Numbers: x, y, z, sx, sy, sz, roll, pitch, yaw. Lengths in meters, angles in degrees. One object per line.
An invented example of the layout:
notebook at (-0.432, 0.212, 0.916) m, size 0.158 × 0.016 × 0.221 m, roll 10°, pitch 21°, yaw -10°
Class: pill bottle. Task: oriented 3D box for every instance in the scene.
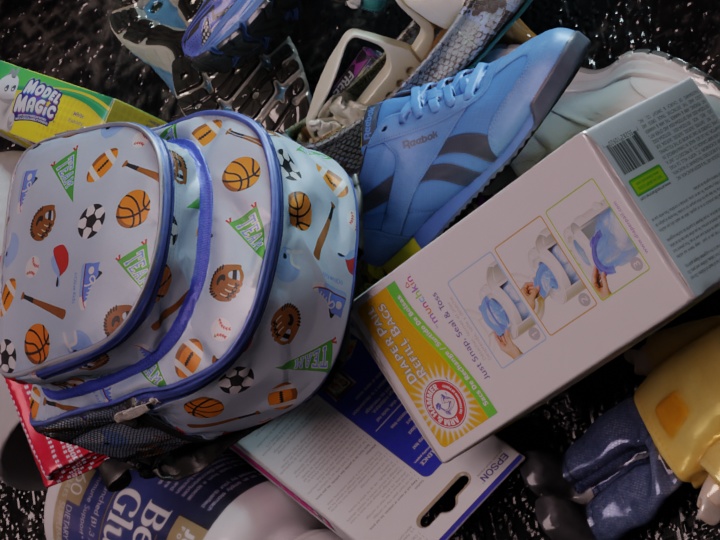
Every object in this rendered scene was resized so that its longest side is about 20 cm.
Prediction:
pill bottle at (-0.082, 0.162, 1.722) m, size 0.200 × 0.111 × 0.111 m, roll 23°, pitch 93°, yaw 40°

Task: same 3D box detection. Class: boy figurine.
boy figurine at (0.178, 0.075, 1.562) m, size 0.200 × 0.064 × 0.125 m, roll -41°, pitch 42°, yaw 27°

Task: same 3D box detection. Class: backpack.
backpack at (-0.095, 0.000, 1.585) m, size 0.190 × 0.154 × 0.201 m, roll -12°, pitch 70°, yaw 33°

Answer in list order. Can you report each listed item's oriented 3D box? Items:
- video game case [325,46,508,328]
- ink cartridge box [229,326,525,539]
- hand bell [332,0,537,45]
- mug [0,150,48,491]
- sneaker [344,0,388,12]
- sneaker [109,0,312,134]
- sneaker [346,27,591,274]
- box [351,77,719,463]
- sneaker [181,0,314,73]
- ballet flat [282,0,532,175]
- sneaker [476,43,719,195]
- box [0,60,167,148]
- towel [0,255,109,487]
video game case at (0.000, 0.000, 1.746) m, size 0.200 × 0.036 × 0.181 m, roll -52°, pitch 53°, yaw 17°
ink cartridge box at (-0.002, 0.094, 1.658) m, size 0.095 × 0.037 × 0.200 m, roll -46°, pitch 50°, yaw -11°
hand bell at (0.025, -0.170, 1.755) m, size 0.200 × 0.104 × 0.104 m, roll 29°, pitch 98°, yaw 27°
mug at (-0.199, 0.035, 1.833) m, size 0.176 × 0.147 × 0.200 m, roll 58°, pitch 153°, yaw 25°
sneaker at (0.055, -0.230, 1.704) m, size 0.079 × 0.078 × 0.200 m, roll 32°, pitch 76°, yaw 4°
sneaker at (-0.073, -0.114, 1.802) m, size 0.078 × 0.090 × 0.200 m, roll -41°, pitch 42°, yaw 0°
sneaker at (0.044, -0.075, 1.602) m, size 0.078 × 0.066 × 0.200 m, roll 43°, pitch 130°, yaw -1°
box at (0.107, 0.002, 1.552) m, size 0.200 × 0.112 × 0.102 m, roll -37°, pitch 84°, yaw 40°
sneaker at (-0.052, -0.204, 1.710) m, size 0.078 × 0.075 × 0.201 m, roll 26°, pitch 81°, yaw 15°
ballet flat at (0.029, -0.127, 1.670) m, size 0.200 × 0.074 × 0.074 m, roll -51°, pitch 53°, yaw 9°
sneaker at (0.135, -0.071, 1.625) m, size 0.200 × 0.074 × 0.087 m, roll 4°, pitch 67°, yaw 48°
box at (-0.156, -0.079, 1.818) m, size 0.200 × 0.117 × 0.049 m, roll 24°, pitch 89°, yaw 50°
towel at (-0.117, 0.020, 1.697) m, size 0.199 × 0.022 × 0.145 m, roll -26°, pitch 70°, yaw 6°
